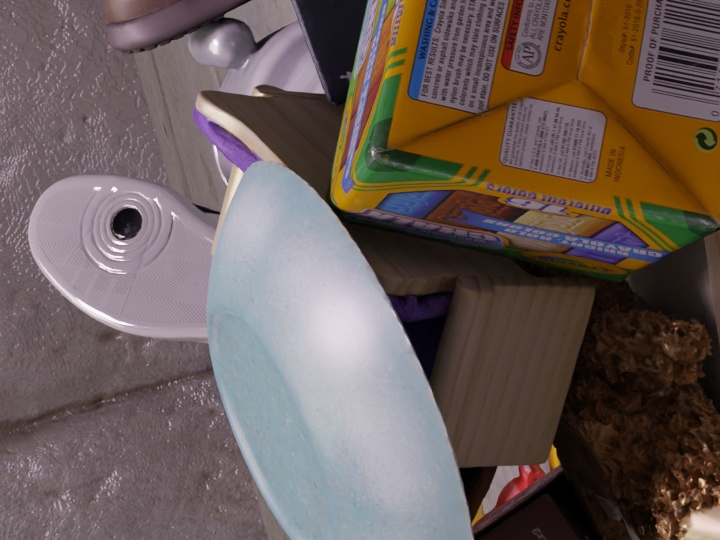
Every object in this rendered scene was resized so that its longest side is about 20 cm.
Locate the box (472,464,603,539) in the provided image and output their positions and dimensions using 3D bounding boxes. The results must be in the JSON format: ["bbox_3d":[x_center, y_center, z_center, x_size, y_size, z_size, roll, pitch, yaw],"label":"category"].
[{"bbox_3d":[0.094,0.146,1.167,0.100,0.075,0.200,56,-169,3],"label":"box"}]

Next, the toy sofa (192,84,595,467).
[{"bbox_3d":[0.000,0.000,1.062,0.200,0.097,0.083,44,127,51],"label":"toy sofa"}]

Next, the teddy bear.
[{"bbox_3d":[0.118,0.066,1.045,0.200,0.067,0.145,47,162,57],"label":"teddy bear"}]

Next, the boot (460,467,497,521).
[{"bbox_3d":[0.032,0.086,1.220,0.200,0.068,0.189,93,-172,-57],"label":"boot"}]

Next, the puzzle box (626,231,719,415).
[{"bbox_3d":[0.138,0.018,1.080,0.133,0.025,0.200,-124,19,-61],"label":"puzzle box"}]

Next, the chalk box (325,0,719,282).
[{"bbox_3d":[0.061,-0.071,0.952,0.200,0.124,0.125,139,143,-79],"label":"chalk box"}]

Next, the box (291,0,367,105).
[{"bbox_3d":[-0.003,-0.216,1.101,0.200,0.123,0.199,69,-178,-50],"label":"box"}]

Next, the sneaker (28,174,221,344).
[{"bbox_3d":[-0.060,0.013,1.279,0.073,0.200,0.112,-70,-23,-5],"label":"sneaker"}]

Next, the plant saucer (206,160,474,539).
[{"bbox_3d":[-0.019,0.057,1.018,0.201,0.039,0.201,55,157,36],"label":"plant saucer"}]

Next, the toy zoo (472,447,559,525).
[{"bbox_3d":[0.061,0.154,1.449,0.020,0.131,0.200,-123,19,-58],"label":"toy zoo"}]

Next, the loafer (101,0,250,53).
[{"bbox_3d":[-0.040,-0.175,1.243,0.071,0.200,0.073,64,173,-12],"label":"loafer"}]

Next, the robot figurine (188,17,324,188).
[{"bbox_3d":[-0.013,-0.070,1.282,0.170,0.113,0.200,41,174,-8],"label":"robot figurine"}]
